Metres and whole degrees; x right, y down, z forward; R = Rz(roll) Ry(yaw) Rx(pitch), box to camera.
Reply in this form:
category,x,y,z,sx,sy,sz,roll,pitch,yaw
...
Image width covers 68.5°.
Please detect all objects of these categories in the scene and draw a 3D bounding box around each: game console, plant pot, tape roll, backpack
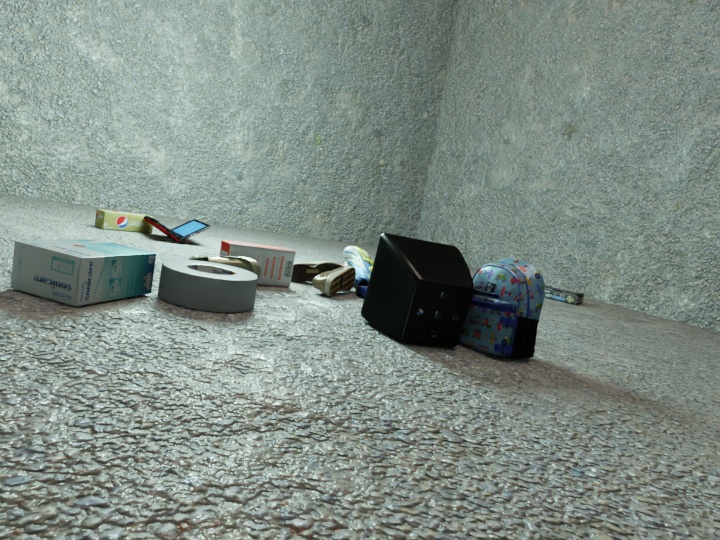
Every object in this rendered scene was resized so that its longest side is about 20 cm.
category,x,y,z,sx,sy,sz,roll,pitch,yaw
game console,-0.684,-0.180,1.967,0.172,0.120,0.198,41,-14,-35
plant pot,0.135,0.056,1.133,0.195,0.205,0.178,9,17,-20
tape roll,-0.314,0.029,1.098,0.195,0.068,0.200,10,7,-1
backpack,0.305,0.074,1.161,0.132,0.205,0.181,6,9,-36

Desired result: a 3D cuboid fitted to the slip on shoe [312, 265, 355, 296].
category,x,y,z,sx,sy,sz,roll,pitch,yaw
slip on shoe,-0.071,0.027,1.505,0.059,0.078,0.199,13,17,20

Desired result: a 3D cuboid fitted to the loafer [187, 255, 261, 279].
category,x,y,z,sx,sy,sz,roll,pitch,yaw
loafer,-0.339,0.002,1.282,0.195,0.078,0.068,2,6,9

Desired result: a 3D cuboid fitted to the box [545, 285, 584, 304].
category,x,y,z,sx,sy,sz,roll,pitch,yaw
box,0.996,0.121,2.633,0.196,0.051,0.197,15,6,33

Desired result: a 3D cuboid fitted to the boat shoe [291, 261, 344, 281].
category,x,y,z,sx,sy,sz,roll,pitch,yaw
boat shoe,-0.125,0.005,1.605,0.197,0.077,0.075,9,1,-13

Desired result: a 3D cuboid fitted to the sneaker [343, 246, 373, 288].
category,x,y,z,sx,sy,sz,roll,pitch,yaw
sneaker,0.000,0.000,1.632,0.199,0.077,0.104,42,31,22

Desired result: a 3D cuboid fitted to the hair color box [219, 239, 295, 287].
category,x,y,z,sx,sy,sz,roll,pitch,yaw
hair color box,-0.275,-0.017,1.401,0.197,0.104,0.061,7,7,-40

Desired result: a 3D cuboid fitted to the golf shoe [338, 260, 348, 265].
category,x,y,z,sx,sy,sz,roll,pitch,yaw
golf shoe,-0.050,0.010,1.780,0.086,0.079,0.200,-16,8,6

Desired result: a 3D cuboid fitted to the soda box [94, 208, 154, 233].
category,x,y,z,sx,sy,sz,roll,pitch,yaw
soda box,-0.874,-0.182,1.967,0.067,0.066,0.198,15,8,35

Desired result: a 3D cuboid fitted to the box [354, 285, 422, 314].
category,x,y,z,sx,sy,sz,roll,pitch,yaw
box,0.083,0.081,1.489,0.119,0.033,0.199,7,9,-32

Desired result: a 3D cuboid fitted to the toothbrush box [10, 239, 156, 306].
category,x,y,z,sx,sy,sz,roll,pitch,yaw
toothbrush box,-0.498,-0.002,0.968,0.143,0.088,0.200,13,8,15
